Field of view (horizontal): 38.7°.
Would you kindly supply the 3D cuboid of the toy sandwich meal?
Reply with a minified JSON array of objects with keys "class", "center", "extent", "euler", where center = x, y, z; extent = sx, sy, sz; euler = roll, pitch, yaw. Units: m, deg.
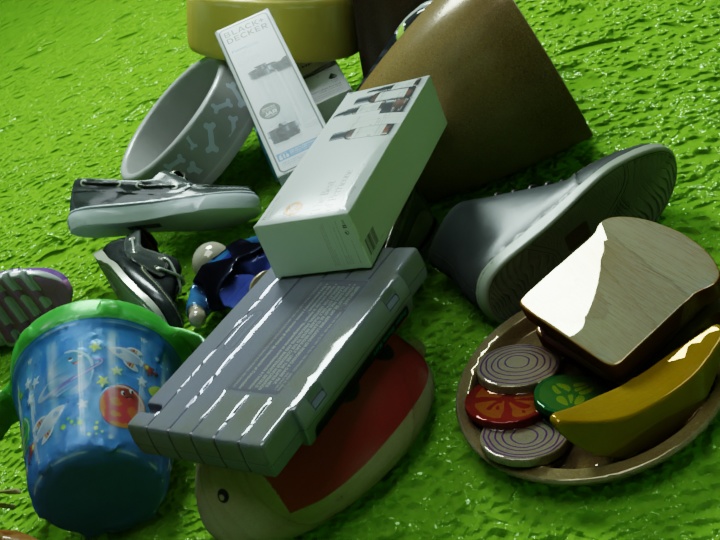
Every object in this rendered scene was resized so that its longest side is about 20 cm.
[{"class":"toy sandwich meal","center":[0.150,0.050,0.663],"extent":[0.201,0.071,0.207],"euler":[-17,32,11]}]

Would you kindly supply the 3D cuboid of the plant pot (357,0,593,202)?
[{"class":"plant pot","center":[0.077,-0.147,0.927],"extent":[0.198,0.187,0.187],"euler":[-32,29,12]}]

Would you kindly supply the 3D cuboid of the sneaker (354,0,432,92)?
[{"class":"sneaker","center":[0.033,-0.173,1.017],"extent":[0.201,0.071,0.083],"euler":[-53,4,27]}]

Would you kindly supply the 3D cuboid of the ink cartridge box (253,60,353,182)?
[{"class":"ink cartridge box","center":[-0.069,-0.190,1.172],"extent":[0.114,0.069,0.201],"euler":[-23,31,0]}]

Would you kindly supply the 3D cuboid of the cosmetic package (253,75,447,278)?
[{"class":"cosmetic package","center":[-0.003,-0.077,0.785],"extent":[0.081,0.051,0.201],"euler":[-9,33,29]}]

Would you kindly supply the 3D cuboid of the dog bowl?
[{"class":"dog bowl","center":[-0.191,-0.156,1.142],"extent":[0.199,0.058,0.202],"euler":[-37,32,27]}]

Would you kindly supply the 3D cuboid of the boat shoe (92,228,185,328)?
[{"class":"boat shoe","center":[-0.198,0.008,0.958],"extent":[0.067,0.073,0.200],"euler":[-29,26,-14]}]

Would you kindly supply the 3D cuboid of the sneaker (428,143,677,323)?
[{"class":"sneaker","center":[0.148,-0.050,0.808],"extent":[0.198,0.076,0.106],"euler":[-33,35,-12]}]

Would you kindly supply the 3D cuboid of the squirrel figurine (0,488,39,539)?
[{"class":"squirrel figurine","center":[-0.262,0.182,0.631],"extent":[0.198,0.189,0.141],"euler":[13,46,44]}]

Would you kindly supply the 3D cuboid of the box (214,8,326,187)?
[{"class":"box","center":[-0.069,-0.138,0.980],"extent":[0.059,0.117,0.202],"euler":[-25,55,-2]}]

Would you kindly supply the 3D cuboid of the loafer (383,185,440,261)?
[{"class":"loafer","center":[0.000,0.000,0.846],"extent":[0.071,0.064,0.201],"euler":[2,40,36]}]

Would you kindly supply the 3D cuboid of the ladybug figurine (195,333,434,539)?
[{"class":"ladybug figurine","center":[-0.034,0.102,0.707],"extent":[0.199,0.073,0.135],"euler":[-38,34,-22]}]

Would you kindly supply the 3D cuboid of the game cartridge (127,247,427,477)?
[{"class":"game cartridge","center":[-0.049,0.053,0.689],"extent":[0.128,0.039,0.200],"euler":[5,39,35]}]

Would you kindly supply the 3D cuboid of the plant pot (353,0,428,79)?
[{"class":"plant pot","center":[0.065,-0.283,1.093],"extent":[0.184,0.202,0.188],"euler":[-17,31,11]}]

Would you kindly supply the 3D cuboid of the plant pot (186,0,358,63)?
[{"class":"plant pot","center":[-0.095,-0.341,1.132],"extent":[0.196,0.193,0.201],"euler":[2,21,-1]}]

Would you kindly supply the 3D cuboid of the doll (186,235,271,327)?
[{"class":"doll","center":[-0.099,0.000,0.905],"extent":[0.136,0.049,0.199],"euler":[-44,22,-20]}]

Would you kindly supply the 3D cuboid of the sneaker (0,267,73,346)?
[{"class":"sneaker","center":[-0.380,0.037,1.039],"extent":[0.197,0.082,0.089],"euler":[-19,24,10]}]

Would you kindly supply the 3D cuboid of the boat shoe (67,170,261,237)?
[{"class":"boat shoe","center":[-0.200,-0.073,1.038],"extent":[0.196,0.069,0.058],"euler":[-5,77,-2]}]

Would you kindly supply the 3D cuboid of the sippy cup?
[{"class":"sippy cup","center":[-0.192,0.115,0.752],"extent":[0.178,0.138,0.131],"euler":[-47,35,23]}]
